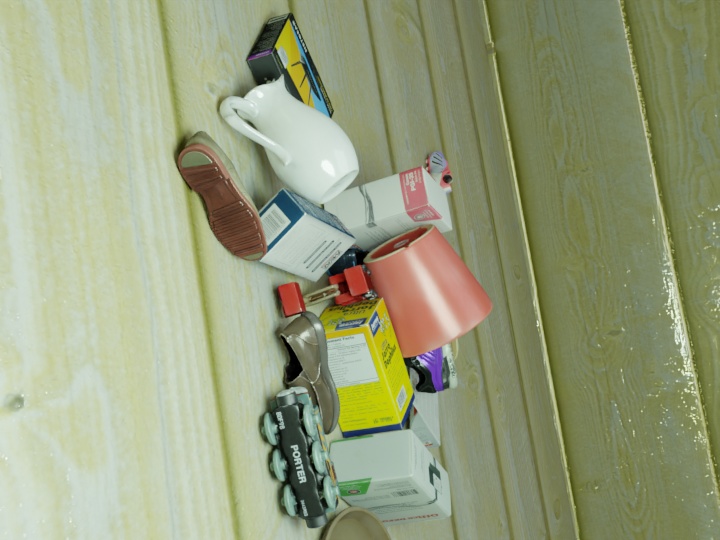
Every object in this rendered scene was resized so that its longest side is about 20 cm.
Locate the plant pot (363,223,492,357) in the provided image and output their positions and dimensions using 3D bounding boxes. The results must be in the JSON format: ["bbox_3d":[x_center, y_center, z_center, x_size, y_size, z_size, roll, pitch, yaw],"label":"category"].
[{"bbox_3d":[0.106,0.027,1.676,0.178,0.200,0.200,63,22,-10],"label":"plant pot"}]

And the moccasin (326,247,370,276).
[{"bbox_3d":[0.000,0.000,1.746,0.200,0.068,0.081,12,68,-69],"label":"moccasin"}]

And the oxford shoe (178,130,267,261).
[{"bbox_3d":[-0.178,-0.103,1.313,0.075,0.070,0.200,-84,156,-53],"label":"oxford shoe"}]

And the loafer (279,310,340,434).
[{"bbox_3d":[-0.085,0.161,1.448,0.073,0.071,0.201,20,-56,59],"label":"loafer"}]

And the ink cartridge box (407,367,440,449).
[{"bbox_3d":[0.105,0.243,1.928,0.162,0.050,0.200,-89,154,-44],"label":"ink cartridge box"}]

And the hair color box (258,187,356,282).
[{"bbox_3d":[-0.092,-0.051,1.458,0.061,0.100,0.200,49,9,22],"label":"hair color box"}]

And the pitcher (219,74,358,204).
[{"bbox_3d":[-0.109,-0.194,1.442,0.200,0.121,0.171,49,35,8],"label":"pitcher"}]

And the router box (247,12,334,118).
[{"bbox_3d":[-0.114,-0.312,1.626,0.149,0.051,0.200,-76,148,-48],"label":"router box"}]

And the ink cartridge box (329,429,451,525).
[{"bbox_3d":[0.052,0.348,1.584,0.200,0.146,0.083,56,29,-50],"label":"ink cartridge box"}]

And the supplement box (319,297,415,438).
[{"bbox_3d":[0.005,0.164,1.609,0.110,0.109,0.201,-57,133,-63],"label":"supplement box"}]

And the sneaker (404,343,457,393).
[{"bbox_3d":[0.115,0.140,1.814,0.070,0.099,0.201,169,-94,-80],"label":"sneaker"}]

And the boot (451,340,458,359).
[{"bbox_3d":[0.152,0.121,2.093,0.155,0.073,0.201,-27,103,-70],"label":"boot"}]

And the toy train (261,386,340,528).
[{"bbox_3d":[-0.081,0.264,1.369,0.114,0.085,0.201,-34,109,-83],"label":"toy train"}]

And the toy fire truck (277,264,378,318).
[{"bbox_3d":[-0.050,0.036,1.528,0.200,0.141,0.049,43,29,-83],"label":"toy fire truck"}]

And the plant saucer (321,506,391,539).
[{"bbox_3d":[-0.006,0.467,1.473,0.200,0.029,0.201,33,49,-46],"label":"plant saucer"}]

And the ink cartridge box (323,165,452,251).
[{"bbox_3d":[0.049,-0.105,1.748,0.146,0.199,0.083,34,44,-63],"label":"ink cartridge box"}]

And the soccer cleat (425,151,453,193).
[{"bbox_3d":[0.206,-0.245,2.440,0.200,0.076,0.067,-72,145,-53],"label":"soccer cleat"}]
